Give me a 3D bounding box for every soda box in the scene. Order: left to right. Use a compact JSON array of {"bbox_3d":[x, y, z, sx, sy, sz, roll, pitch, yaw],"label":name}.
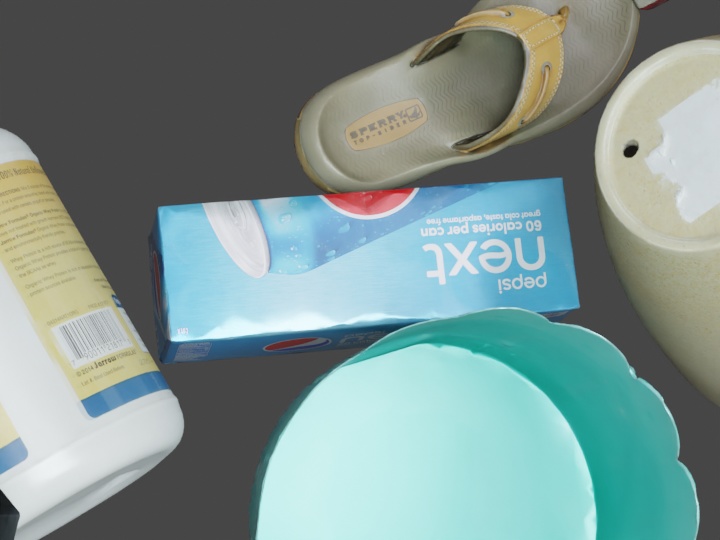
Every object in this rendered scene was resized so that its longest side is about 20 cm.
[{"bbox_3d":[0.000,0.000,1.215,0.199,0.064,0.068,-4,79,-10],"label":"soda box"}]

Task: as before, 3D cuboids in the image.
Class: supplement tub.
[{"bbox_3d":[-0.185,0.025,1.140,0.144,0.145,0.201,-29,84,-13],"label":"supplement tub"}]

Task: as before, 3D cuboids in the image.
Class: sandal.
[{"bbox_3d":[0.060,-0.098,1.247,0.199,0.054,0.081,-27,84,-18],"label":"sandal"}]

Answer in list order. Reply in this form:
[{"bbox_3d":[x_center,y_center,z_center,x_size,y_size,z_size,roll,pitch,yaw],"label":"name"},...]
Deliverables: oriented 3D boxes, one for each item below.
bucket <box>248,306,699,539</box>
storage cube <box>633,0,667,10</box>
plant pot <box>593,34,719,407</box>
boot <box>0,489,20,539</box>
[{"bbox_3d":[0.043,0.118,1.149,0.206,0.135,0.208,0,87,-8],"label":"bucket"},{"bbox_3d":[0.196,-0.259,1.225,0.179,0.171,0.201,-31,93,-21],"label":"storage cube"},{"bbox_3d":[0.185,-0.033,1.143,0.186,0.200,0.188,-6,75,24],"label":"plant pot"},{"bbox_3d":[-0.219,0.155,1.071,0.066,0.164,0.201,-16,123,-47],"label":"boot"}]
